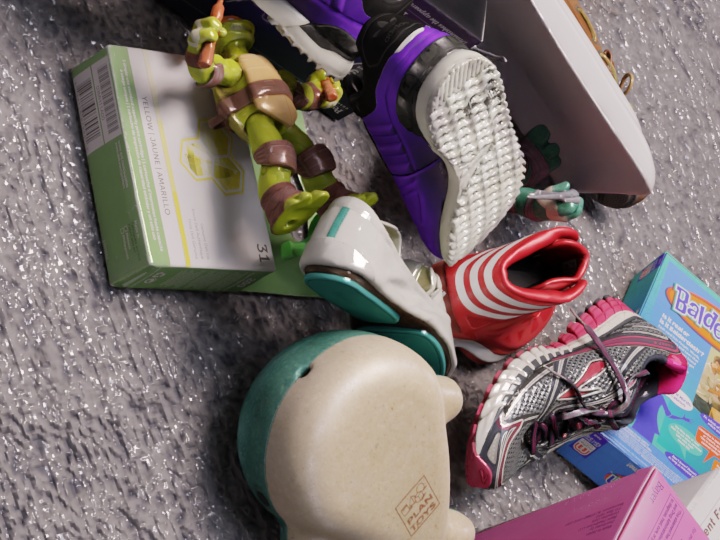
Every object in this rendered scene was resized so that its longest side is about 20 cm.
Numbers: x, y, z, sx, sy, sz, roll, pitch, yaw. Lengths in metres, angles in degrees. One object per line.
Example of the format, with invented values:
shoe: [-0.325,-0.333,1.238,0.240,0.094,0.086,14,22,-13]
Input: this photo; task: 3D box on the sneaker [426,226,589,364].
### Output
sneaker: [0.116,0.016,1.647,0.200,0.115,0.078,-11,87,-62]

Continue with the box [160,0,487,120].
box: [-0.034,-0.198,1.599,0.200,0.141,0.079,32,52,-33]

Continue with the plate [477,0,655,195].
plate: [0.129,-0.143,1.723,0.032,0.200,0.200,-35,100,-10]

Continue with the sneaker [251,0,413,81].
sneaker: [-0.037,-0.204,1.475,0.200,0.099,0.070,39,22,-43]

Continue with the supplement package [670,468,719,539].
supplement package: [0.228,0.257,1.667,0.200,0.117,0.117,56,41,-9]

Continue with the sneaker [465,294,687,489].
sneaker: [0.143,0.086,1.659,0.075,0.081,0.200,34,49,25]

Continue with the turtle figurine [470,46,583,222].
turtle figurine: [0.080,-0.087,1.661,0.150,0.101,0.200,61,12,-2]

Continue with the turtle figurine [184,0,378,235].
turtle figurine: [-0.063,-0.098,1.497,0.200,0.064,0.161,17,42,-62]

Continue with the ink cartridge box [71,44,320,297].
ink cartridge box: [-0.082,-0.058,1.549,0.200,0.048,0.146,3,68,-44]

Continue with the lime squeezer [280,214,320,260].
lime squeezer: [0.000,0.000,1.583,0.200,0.038,0.071,44,18,-53]

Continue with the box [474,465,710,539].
box: [0.159,0.248,1.550,0.200,0.176,0.097,52,41,-15]

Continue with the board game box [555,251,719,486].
board game box: [0.239,0.102,1.791,0.152,0.045,0.200,39,45,-8]

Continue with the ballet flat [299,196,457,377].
ballet flat: [0.020,0.012,1.516,0.200,0.069,0.070,50,33,-60]

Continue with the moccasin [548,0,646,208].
moccasin: [0.164,-0.141,1.844,0.078,0.074,0.202,-21,77,-42]

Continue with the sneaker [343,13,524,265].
sneaker: [0.039,-0.088,1.506,0.099,0.200,0.070,36,67,27]

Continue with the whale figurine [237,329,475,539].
whale figurine: [-0.002,0.122,1.516,0.159,0.104,0.200,-49,133,-19]
